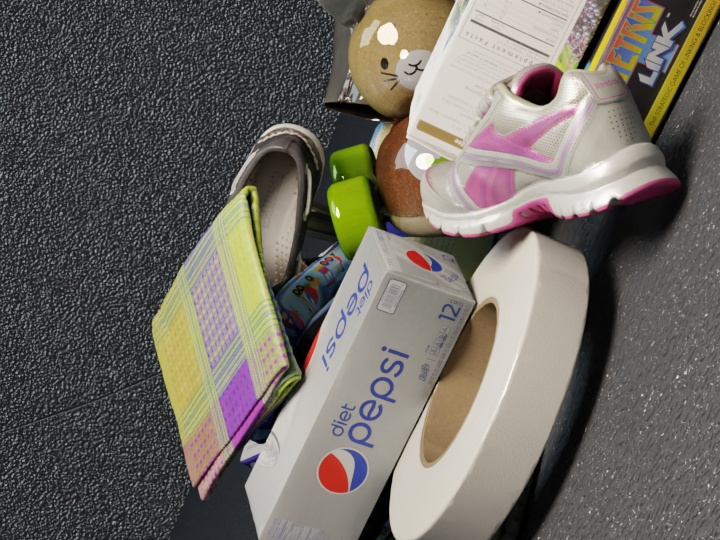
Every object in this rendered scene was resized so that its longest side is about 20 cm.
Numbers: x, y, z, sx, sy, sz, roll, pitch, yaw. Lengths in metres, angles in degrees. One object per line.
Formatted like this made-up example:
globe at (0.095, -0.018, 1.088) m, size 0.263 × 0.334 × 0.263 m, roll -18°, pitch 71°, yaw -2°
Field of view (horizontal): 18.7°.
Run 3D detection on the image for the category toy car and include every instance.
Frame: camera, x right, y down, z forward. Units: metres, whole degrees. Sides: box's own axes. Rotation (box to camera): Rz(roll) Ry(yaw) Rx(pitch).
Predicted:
toy car at (0.040, -0.134, 1.493) m, size 0.158 × 0.163 × 0.202 m, roll -89°, pitch -18°, yaw -72°

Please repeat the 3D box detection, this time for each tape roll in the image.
tape roll at (0.074, 0.072, 1.285) m, size 0.203 × 0.037 × 0.204 m, roll -158°, pitch 90°, yaw -79°

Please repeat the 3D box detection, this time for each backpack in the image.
backpack at (-0.006, 0.102, 1.528) m, size 0.183 × 0.134 × 0.201 m, roll -45°, pitch -23°, yaw -53°

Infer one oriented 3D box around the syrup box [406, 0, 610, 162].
syrup box at (0.103, -0.163, 1.335) m, size 0.079 × 0.081 × 0.201 m, roll -75°, pitch 9°, yaw -64°

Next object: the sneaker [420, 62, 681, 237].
sneaker at (0.102, -0.073, 1.261) m, size 0.199 × 0.081 × 0.089 m, roll -10°, pitch 94°, yaw 54°

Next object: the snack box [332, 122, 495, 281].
snack box at (0.035, -0.005, 1.697) m, size 0.037 × 0.115 × 0.201 m, roll 136°, pitch 156°, yaw -74°

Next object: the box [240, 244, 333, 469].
box at (-0.006, 0.081, 1.795) m, size 0.184 × 0.104 × 0.201 m, roll 144°, pitch 148°, yaw -77°

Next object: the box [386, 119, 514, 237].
box at (0.080, -0.097, 1.649) m, size 0.042 × 0.118 × 0.201 m, roll 57°, pitch -139°, yaw -47°

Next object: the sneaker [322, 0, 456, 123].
sneaker at (0.063, -0.164, 1.630) m, size 0.199 × 0.075 × 0.107 m, roll 0°, pitch 73°, yaw 38°

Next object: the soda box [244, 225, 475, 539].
soda box at (-0.003, 0.079, 1.361) m, size 0.201 × 0.063 × 0.068 m, roll -64°, pitch 20°, yaw 20°

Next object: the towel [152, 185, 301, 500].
towel at (-0.091, 0.051, 1.454) m, size 0.200 × 0.023 × 0.145 m, roll 125°, pitch 135°, yaw -52°

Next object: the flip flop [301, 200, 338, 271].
flip flop at (0.000, 0.000, 1.612) m, size 0.058 × 0.199 × 0.081 m, roll -60°, pitch 26°, yaw 4°

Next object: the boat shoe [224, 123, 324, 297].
boat shoe at (-0.074, -0.002, 1.509) m, size 0.060 × 0.073 × 0.201 m, roll -60°, pitch -9°, yaw -75°

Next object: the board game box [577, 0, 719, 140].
board game box at (0.175, -0.165, 1.355) m, size 0.166 × 0.056 × 0.201 m, roll -86°, pitch 19°, yaw -65°

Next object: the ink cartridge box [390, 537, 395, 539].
ink cartridge box at (-0.051, 0.275, 1.651) m, size 0.148 × 0.075 × 0.201 m, roll 138°, pitch 154°, yaw -75°

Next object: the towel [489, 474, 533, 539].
towel at (0.063, 0.143, 1.352) m, size 0.193 × 0.034 × 0.201 m, roll 121°, pitch 169°, yaw -54°
